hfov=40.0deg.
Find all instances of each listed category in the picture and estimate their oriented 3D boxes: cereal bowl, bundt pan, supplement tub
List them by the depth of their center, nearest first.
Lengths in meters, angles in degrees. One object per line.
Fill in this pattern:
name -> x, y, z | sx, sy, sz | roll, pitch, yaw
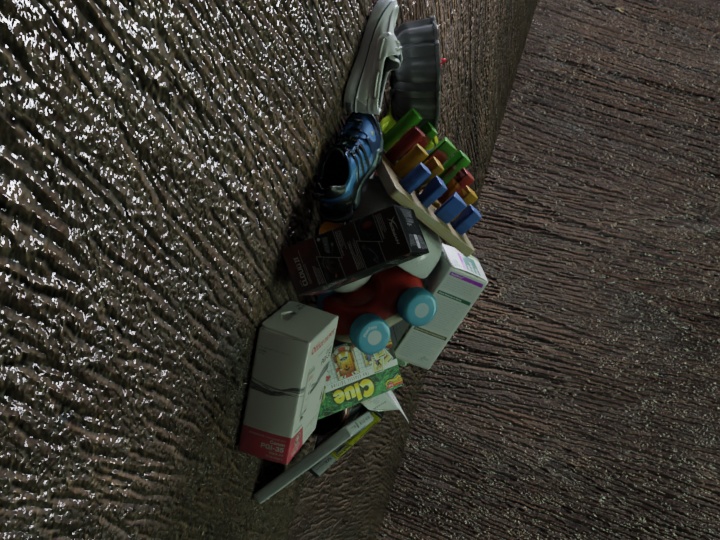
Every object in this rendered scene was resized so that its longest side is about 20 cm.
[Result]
cereal bowl -> 0.061, -0.083, 1.630 | 0.083, 0.200, 0.200 | -47, 173, 12
bundt pan -> 0.088, -0.329, 1.680 | 0.202, 0.076, 0.202 | 177, -90, -88
supplement tub -> -0.053, 0.230, 1.770 | 0.200, 0.107, 0.107 | 2, 103, -79

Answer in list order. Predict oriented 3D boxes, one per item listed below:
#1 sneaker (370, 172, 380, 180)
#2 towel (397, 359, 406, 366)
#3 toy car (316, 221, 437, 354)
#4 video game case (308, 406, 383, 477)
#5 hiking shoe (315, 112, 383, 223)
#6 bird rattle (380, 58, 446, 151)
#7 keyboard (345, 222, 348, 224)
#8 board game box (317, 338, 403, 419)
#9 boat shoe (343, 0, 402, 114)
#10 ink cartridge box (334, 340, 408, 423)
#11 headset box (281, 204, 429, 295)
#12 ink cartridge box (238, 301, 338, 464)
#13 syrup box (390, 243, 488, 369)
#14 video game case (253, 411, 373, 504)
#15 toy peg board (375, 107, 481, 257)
sneaker -> 0.044, -0.081, 1.804 | 0.078, 0.112, 0.200 | -35, 139, -72
towel -> 0.023, 0.102, 1.838 | 0.200, 0.152, 0.023 | 85, 26, -54
toy car -> 0.000, 0.000, 1.610 | 0.184, 0.177, 0.200 | 39, -25, 61
video game case -> -0.020, 0.282, 1.887 | 0.181, 0.026, 0.200 | -45, -169, 18
hiking shoe -> -0.015, -0.172, 1.505 | 0.087, 0.074, 0.200 | 66, 35, -59
bird rattle -> 0.092, -0.314, 1.864 | 0.163, 0.113, 0.200 | 107, -11, -69
keyboard -> 0.023, -0.062, 1.763 | 0.021, 0.127, 0.200 | -120, -149, -57
board game box -> -0.026, 0.172, 1.627 | 0.200, 0.023, 0.105 | -19, 97, -30
boat shoe -> 0.034, -0.333, 1.543 | 0.074, 0.065, 0.200 | 52, 54, -75
ink cartridge box -> 0.007, 0.189, 1.791 | 0.162, 0.050, 0.200 | 61, 2, 37
headset box -> -0.014, -0.025, 1.458 | 0.149, 0.200, 0.075 | -4, 73, -75
ink cartridge box -> -0.107, 0.165, 1.481 | 0.147, 0.083, 0.200 | -42, 146, -69
syrup box -> 0.129, 0.063, 1.692 | 0.200, 0.081, 0.079 | -58, -157, 23
video game case -> -0.076, 0.317, 1.695 | 0.200, 0.024, 0.182 | -38, 173, 10
toy peg board -> 0.117, -0.156, 1.603 | 0.098, 0.200, 0.199 | -43, -143, 16
